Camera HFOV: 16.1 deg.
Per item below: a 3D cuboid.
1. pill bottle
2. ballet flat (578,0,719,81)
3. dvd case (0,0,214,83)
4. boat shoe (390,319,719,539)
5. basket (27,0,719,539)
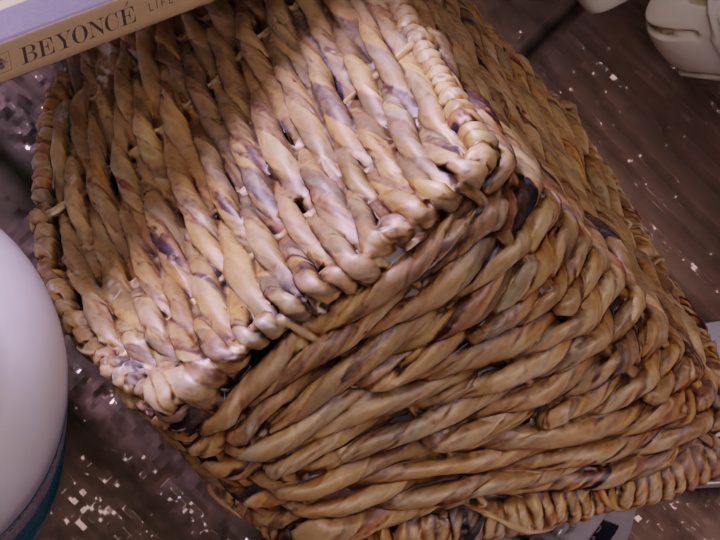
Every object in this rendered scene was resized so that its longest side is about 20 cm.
[{"bbox_3d":[-0.138,0.038,0.715,0.111,0.200,0.111,1,78,-6],"label":"pill bottle"},{"bbox_3d":[0.105,-0.094,0.803,0.063,0.069,0.200,-39,41,-2],"label":"ballet flat"},{"bbox_3d":[-0.071,-0.118,0.743,0.200,0.016,0.149,-24,41,-22],"label":"dvd case"},{"bbox_3d":[0.065,0.068,0.805,0.202,0.075,0.086,-7,83,-18],"label":"boat shoe"},{"bbox_3d":[0.000,0.000,0.751,0.143,0.200,0.149,-38,127,11],"label":"basket"}]
